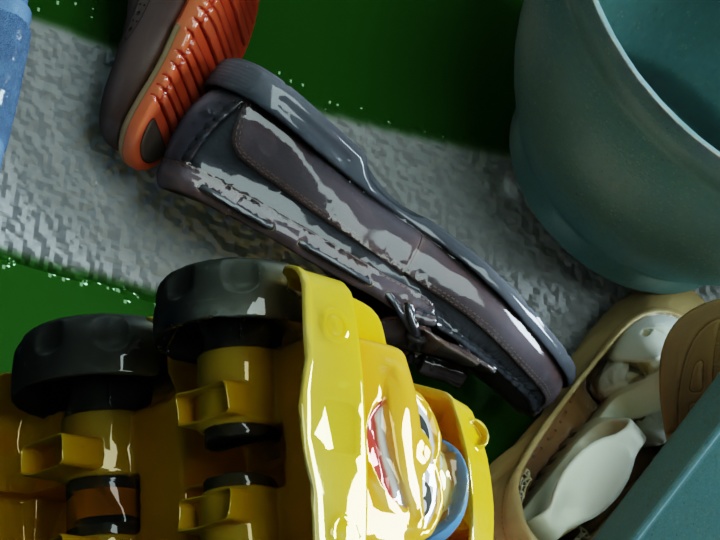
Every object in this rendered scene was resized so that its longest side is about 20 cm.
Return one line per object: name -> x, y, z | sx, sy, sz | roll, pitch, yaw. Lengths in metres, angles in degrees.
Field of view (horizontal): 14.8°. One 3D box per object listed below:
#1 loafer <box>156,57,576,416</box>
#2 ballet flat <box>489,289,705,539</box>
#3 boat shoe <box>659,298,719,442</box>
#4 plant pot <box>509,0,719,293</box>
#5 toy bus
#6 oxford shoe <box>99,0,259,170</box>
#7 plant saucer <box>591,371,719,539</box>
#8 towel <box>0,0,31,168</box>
loafer -> 0.000, 0.000, 1.123 | 0.200, 0.072, 0.063 | 43, 75, -18
ballet flat -> 0.109, 0.068, 1.164 | 0.069, 0.063, 0.200 | 48, 54, -9
boat shoe -> 0.183, 0.104, 1.149 | 0.200, 0.074, 0.069 | 66, 14, 1
plant pot -> 0.145, -0.072, 1.185 | 0.200, 0.134, 0.200 | 17, 50, -21
toy bus -> -0.019, 0.089, 0.998 | 0.192, 0.200, 0.136 | 14, 66, -36
oxford shoe -> -0.076, -0.134, 1.134 | 0.072, 0.071, 0.200 | 15, 67, 10
plant saucer -> 0.127, 0.117, 1.103 | 0.070, 0.019, 0.200 | 32, 102, -18
towel -> -0.186, -0.039, 1.024 | 0.112, 0.049, 0.200 | 20, 62, -25
